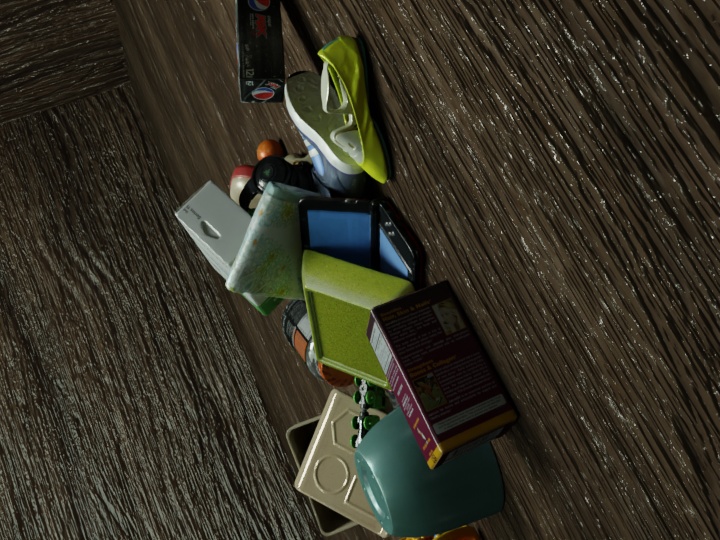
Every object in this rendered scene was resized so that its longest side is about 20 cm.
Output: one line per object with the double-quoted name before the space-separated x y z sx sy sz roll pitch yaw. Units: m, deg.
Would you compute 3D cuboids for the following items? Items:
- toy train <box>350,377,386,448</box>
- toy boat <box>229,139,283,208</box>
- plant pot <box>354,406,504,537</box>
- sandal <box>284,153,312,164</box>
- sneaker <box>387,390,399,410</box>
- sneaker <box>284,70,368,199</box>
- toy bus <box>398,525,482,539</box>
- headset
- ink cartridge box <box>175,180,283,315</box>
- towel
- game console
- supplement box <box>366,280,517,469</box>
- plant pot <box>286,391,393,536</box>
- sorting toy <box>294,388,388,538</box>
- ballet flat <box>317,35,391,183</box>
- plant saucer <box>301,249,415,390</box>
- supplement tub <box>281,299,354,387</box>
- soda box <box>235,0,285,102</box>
"toy train" 0.018 0.203 1.459 0.041 0.056 0.204 -7 74 42
"toy boat" -0.181 -0.186 1.688 0.200 0.128 0.133 155 127 -77
"plant pot" 0.086 0.286 1.257 0.202 0.159 0.202 58 161 33
"sandal" -0.100 -0.162 1.510 0.199 0.053 0.082 18 128 62
"sneaker" 0.031 0.150 1.404 0.074 0.086 0.203 33 141 64
"sneaker" -0.056 -0.178 1.300 0.201 0.080 0.147 56 156 24
"toy bus" 0.148 0.464 1.359 0.201 0.134 0.194 61 149 36
"headset" -0.118 -0.156 1.403 0.200 0.122 0.095 -42 62 32
"ink cartridge box" -0.198 -0.033 1.423 0.146 0.083 0.201 41 168 24
"towel" -0.102 -0.039 1.341 0.048 0.199 0.173 30 102 35
"game console" 0.000 0.000 1.267 0.202 0.117 0.173 88 156 -50
"supplement box" 0.098 0.130 1.113 0.086 0.109 0.202 102 145 -63
"plant pot" -0.012 0.339 1.630 0.177 0.197 0.203 -173 63 -87
"sorting toy" 0.001 0.325 1.494 0.198 0.188 0.036 23 180 25
"ballet flat" -0.013 -0.203 1.150 0.067 0.066 0.203 38 146 60
"plant saucer" -0.007 0.086 1.285 0.197 0.048 0.203 17 131 33
"supplement tub" -0.063 0.127 1.632 0.200 0.121 0.124 -136 29 -57
"soda box" -0.152 -0.354 1.319 0.063 0.069 0.203 109 157 -67
